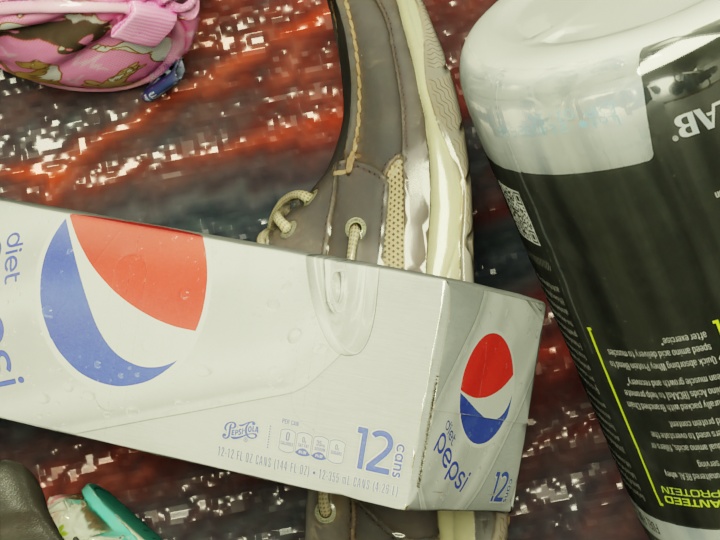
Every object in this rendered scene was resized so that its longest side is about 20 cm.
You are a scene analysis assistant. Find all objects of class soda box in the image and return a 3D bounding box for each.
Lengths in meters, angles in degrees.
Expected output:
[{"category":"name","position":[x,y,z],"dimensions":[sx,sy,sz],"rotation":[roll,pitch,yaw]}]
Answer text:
[{"category":"soda box","position":[-0.051,0.020,0.740],"dimensions":[0.199,0.068,0.064],"rotation":[10,90,30]}]

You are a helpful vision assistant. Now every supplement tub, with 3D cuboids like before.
[{"category":"supplement tub","position":[0.116,0.005,0.718],"dimensions":[0.122,0.123,0.201],"rotation":[-26,110,-7]}]

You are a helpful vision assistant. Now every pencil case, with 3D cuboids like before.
[{"category":"pencil case","position":[-0.084,-0.160,0.835],"dimensions":[0.086,0.083,0.202],"rotation":[8,71,-12]}]

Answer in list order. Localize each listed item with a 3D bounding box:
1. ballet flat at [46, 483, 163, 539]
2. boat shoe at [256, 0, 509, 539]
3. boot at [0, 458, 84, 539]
[{"category":"ballet flat","position":[-0.031,0.142,0.749],"dimensions":[0.200,0.076,0.064],"rotation":[36,86,21]},{"category":"boat shoe","position":[0.000,0.000,0.786],"dimensions":[0.073,0.075,0.202],"rotation":[-7,71,-1]},{"category":"boot","position":[-0.017,0.113,0.684],"dimensions":[0.173,0.070,0.201],"rotation":[-9,42,-17]}]
